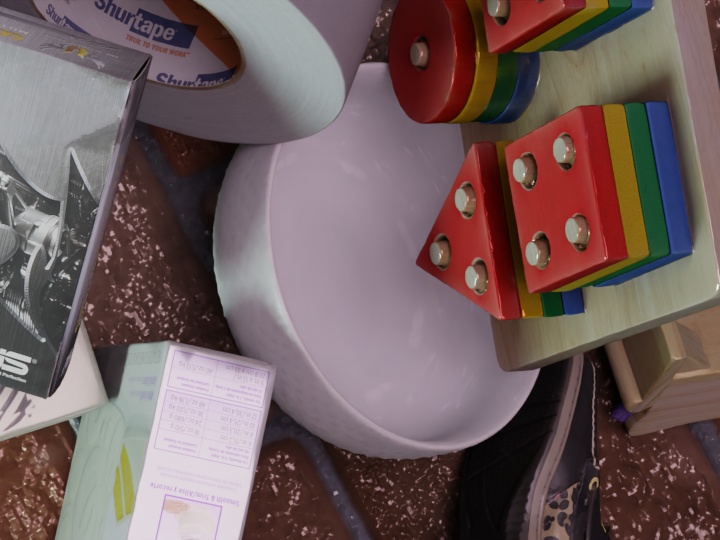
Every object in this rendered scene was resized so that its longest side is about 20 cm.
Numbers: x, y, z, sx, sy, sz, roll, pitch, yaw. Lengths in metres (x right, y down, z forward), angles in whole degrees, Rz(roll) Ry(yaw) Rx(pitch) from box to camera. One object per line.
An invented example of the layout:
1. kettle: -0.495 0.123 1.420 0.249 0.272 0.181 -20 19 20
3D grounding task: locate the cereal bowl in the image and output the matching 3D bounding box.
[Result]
1. cereal bowl: 0.000 0.000 1.265 0.200 0.083 0.200 16 67 -43

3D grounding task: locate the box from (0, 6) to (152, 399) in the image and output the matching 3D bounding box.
1. box: -0.208 -0.048 1.124 0.200 0.048 0.159 18 112 0

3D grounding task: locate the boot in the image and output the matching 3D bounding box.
1. boot: 0.126 0.150 1.319 0.151 0.073 0.200 29 54 -27

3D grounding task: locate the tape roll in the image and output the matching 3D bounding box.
1. tape roll: -0.090 -0.136 1.136 0.200 0.200 0.066 27 68 -15

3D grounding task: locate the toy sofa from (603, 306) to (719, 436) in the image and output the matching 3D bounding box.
1. toy sofa: 0.224 0.022 1.367 0.200 0.098 0.083 -7 65 -19

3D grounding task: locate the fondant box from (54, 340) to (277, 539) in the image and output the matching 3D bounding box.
1. fondant box: -0.105 0.136 1.208 0.058 0.144 0.200 13 83 -18

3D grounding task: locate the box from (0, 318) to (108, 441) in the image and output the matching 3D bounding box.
1. box: -0.187 -0.019 1.224 0.068 0.082 0.200 -18 91 -17

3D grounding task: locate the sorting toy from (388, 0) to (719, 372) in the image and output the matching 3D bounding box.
1. sorting toy: 0.083 -0.065 1.182 0.070 0.199 0.200 -4 80 -27
